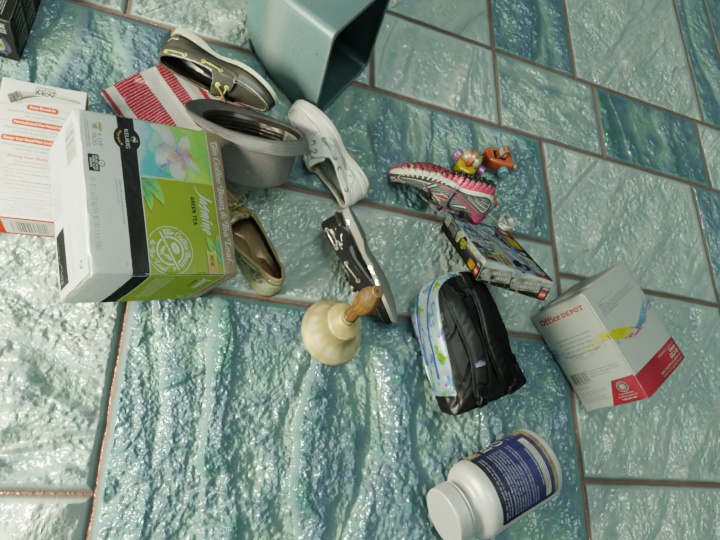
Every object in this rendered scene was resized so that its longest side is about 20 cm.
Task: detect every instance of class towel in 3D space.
[{"bbox_3d":[-0.293,-0.275,0.914,0.199,0.023,0.145,-38,88,-30],"label":"towel"}]

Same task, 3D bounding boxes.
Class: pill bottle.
[{"bbox_3d":[0.200,0.330,0.853,0.195,0.111,0.114,-16,77,-28],"label":"pill bottle"}]

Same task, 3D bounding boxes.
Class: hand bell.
[{"bbox_3d":[-0.010,0.062,0.809,0.101,0.200,0.108,9,66,-20],"label":"hand bell"}]

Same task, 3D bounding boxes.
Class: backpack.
[{"bbox_3d":[0.162,0.104,0.916,0.159,0.153,0.207,-17,97,-25],"label":"backpack"}]

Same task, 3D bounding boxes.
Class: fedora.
[{"bbox_3d":[-0.178,-0.188,0.875,0.194,0.093,0.178,17,25,-2],"label":"fedora"}]

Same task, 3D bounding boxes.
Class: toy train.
[{"bbox_3d":[0.253,-0.182,1.087,0.146,0.056,0.205,13,56,-13],"label":"toy train"}]

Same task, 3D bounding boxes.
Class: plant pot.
[{"bbox_3d":[-0.087,-0.437,0.977,0.198,0.197,0.197,37,60,4],"label":"plant pot"}]

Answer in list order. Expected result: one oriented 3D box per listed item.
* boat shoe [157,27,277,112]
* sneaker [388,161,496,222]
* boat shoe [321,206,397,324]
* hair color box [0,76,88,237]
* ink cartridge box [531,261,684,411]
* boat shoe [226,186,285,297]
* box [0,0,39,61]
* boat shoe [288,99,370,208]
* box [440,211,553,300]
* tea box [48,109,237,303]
[{"bbox_3d":[-0.228,-0.306,0.904,0.197,0.072,0.062,31,65,-1],"label":"boat shoe"},{"bbox_3d":[0.140,-0.144,1.008,0.194,0.077,0.081,19,21,13],"label":"sneaker"},{"bbox_3d":[0.000,0.000,0.918,0.059,0.074,0.204,-24,99,11],"label":"boat shoe"},{"bbox_3d":[-0.443,-0.153,0.777,0.107,0.064,0.207,5,70,-22],"label":"hair color box"},{"bbox_3d":[0.443,0.119,1.021,0.142,0.145,0.204,-28,83,-30],"label":"ink cartridge box"},{"bbox_3d":[-0.176,-0.057,0.860,0.073,0.063,0.202,-36,87,-29],"label":"boat shoe"},{"bbox_3d":[-0.561,-0.435,0.818,0.159,0.086,0.207,11,67,-19],"label":"box"},{"bbox_3d":[-0.065,-0.197,0.957,0.069,0.071,0.202,-38,90,-32],"label":"boat shoe"},{"bbox_3d":[0.230,-0.029,0.975,0.133,0.041,0.201,16,24,-17],"label":"box"},{"bbox_3d":[-0.285,-0.074,0.741,0.193,0.132,0.207,-1,75,-44],"label":"tea box"}]
